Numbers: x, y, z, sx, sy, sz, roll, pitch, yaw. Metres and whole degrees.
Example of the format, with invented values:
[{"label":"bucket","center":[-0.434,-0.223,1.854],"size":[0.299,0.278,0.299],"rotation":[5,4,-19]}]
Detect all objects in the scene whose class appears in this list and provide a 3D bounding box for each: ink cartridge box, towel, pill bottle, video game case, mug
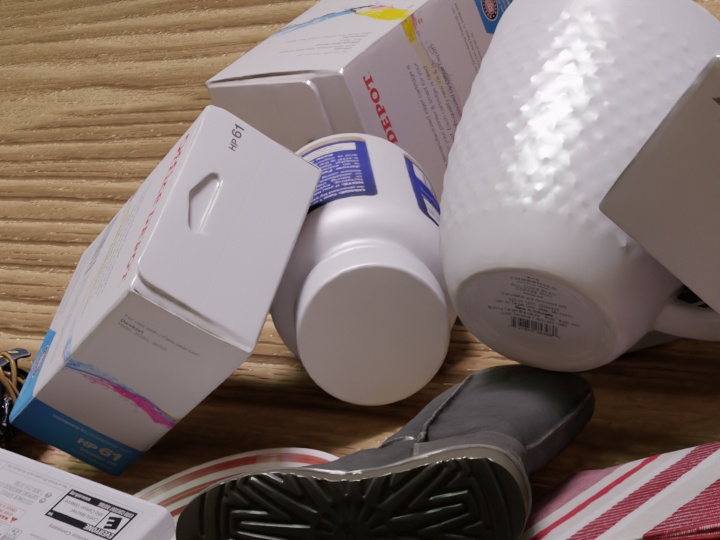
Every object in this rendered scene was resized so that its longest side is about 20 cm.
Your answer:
[{"label":"ink cartridge box","center":[0.016,-0.124,1.385],"size":[0.144,0.148,0.200],"rotation":[-1,30,43]},{"label":"towel","center":[0.140,0.105,0.826],"size":[0.199,0.023,0.144],"rotation":[-19,4,42]},{"label":"pill bottle","center":[0.000,0.000,1.155],"size":[0.119,0.120,0.200],"rotation":[-21,22,4]},{"label":"video game case","center":[-0.229,0.167,1.007],"size":[0.199,0.022,0.182],"rotation":[14,42,35]},{"label":"mug","center":[0.140,-0.034,0.980],"size":[0.199,0.148,0.176],"rotation":[21,58,4]},{"label":"ink cartridge box","center":[-0.118,0.016,1.119],"size":[0.200,0.084,0.145],"rotation":[-43,22,50]}]

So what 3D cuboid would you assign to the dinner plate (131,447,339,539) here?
[{"label":"dinner plate","center":[-0.088,0.160,1.003],"size":[0.199,0.024,0.200],"rotation":[-19,23,8]}]

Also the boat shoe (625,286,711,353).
[{"label":"boat shoe","center":[0.177,-0.001,1.064],"size":[0.199,0.064,0.071],"rotation":[-20,21,6]}]

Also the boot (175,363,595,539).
[{"label":"boot","center":[0.020,0.096,0.918],"size":[0.181,0.073,0.200],"rotation":[-7,13,12]}]

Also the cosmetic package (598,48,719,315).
[{"label":"cosmetic package","center":[0.257,-0.045,0.879],"size":[0.200,0.199,0.123],"rotation":[-41,-11,-41]}]

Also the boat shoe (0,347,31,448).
[{"label":"boat shoe","center":[-0.241,0.078,1.197],"size":[0.091,0.071,0.200],"rotation":[-30,-2,-22]}]
